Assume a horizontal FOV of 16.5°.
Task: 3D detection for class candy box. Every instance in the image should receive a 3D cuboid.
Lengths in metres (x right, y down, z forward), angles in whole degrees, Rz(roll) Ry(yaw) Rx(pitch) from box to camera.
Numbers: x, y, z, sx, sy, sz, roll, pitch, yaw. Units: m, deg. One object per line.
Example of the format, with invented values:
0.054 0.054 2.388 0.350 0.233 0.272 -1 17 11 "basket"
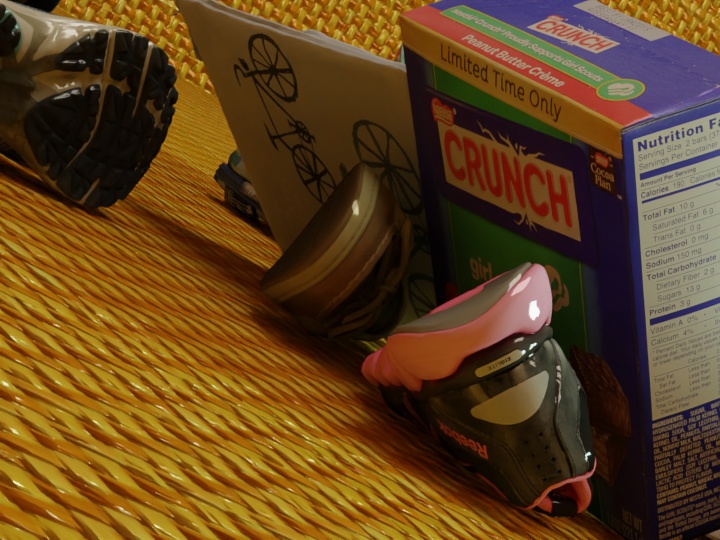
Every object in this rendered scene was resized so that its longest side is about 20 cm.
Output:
0.098 -0.006 1.057 0.077 0.200 0.169 -19 29 -23 "candy box"

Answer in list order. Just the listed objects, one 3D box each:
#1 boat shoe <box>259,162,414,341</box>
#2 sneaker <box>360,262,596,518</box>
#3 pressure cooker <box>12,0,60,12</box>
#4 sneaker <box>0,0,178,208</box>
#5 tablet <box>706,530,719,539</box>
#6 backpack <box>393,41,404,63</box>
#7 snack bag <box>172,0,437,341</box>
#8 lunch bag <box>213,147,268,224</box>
-0.002 0.002 1.116 0.063 0.073 0.201 40 -7 0 "boat shoe"
0.055 0.055 0.964 0.095 0.079 0.200 59 0 3 "sneaker"
-0.227 -0.210 1.250 0.178 0.176 0.200 -3 -21 36 "pressure cooker"
-0.155 -0.089 1.053 0.086 0.078 0.200 29 2 34 "sneaker"
0.120 0.091 1.310 0.130 0.014 0.200 28 4 -36 "tablet"
0.080 -0.037 1.414 0.200 0.153 0.176 27 32 -27 "backpack"
-0.003 -0.041 1.208 0.200 0.021 0.189 24 -36 50 "snack bag"
0.014 -0.033 1.593 0.161 0.083 0.200 32 4 33 "lunch bag"
